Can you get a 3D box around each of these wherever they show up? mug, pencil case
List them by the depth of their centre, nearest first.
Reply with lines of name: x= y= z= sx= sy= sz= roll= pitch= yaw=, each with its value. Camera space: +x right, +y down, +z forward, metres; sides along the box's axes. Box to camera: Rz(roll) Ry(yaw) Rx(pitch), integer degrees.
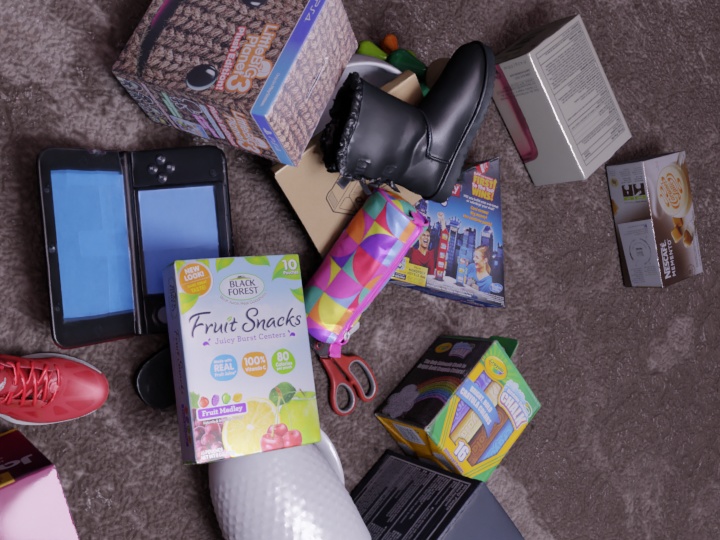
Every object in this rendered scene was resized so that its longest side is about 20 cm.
mug: x=-0.080 y=0.258 z=0.955 sx=0.177 sy=0.147 sz=0.200 roll=61 pitch=31 yaw=-4
pencil case: x=0.000 y=0.000 z=0.986 sx=0.088 sy=0.089 sz=0.201 roll=25 pitch=106 yaw=-29

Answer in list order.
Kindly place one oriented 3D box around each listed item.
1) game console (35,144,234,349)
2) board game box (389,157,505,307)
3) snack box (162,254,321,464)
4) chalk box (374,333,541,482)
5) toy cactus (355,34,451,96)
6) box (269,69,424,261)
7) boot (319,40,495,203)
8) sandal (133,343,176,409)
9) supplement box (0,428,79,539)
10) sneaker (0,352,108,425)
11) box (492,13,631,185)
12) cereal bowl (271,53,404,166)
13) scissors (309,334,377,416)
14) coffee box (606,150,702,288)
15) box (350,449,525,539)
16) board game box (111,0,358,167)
game console: x=-0.225 y=-0.029 z=0.859 sx=0.170 sy=0.119 sz=0.203 roll=-4 pitch=93 yaw=2
board game box: x=0.119 y=-0.067 z=1.118 sx=0.198 sy=0.061 sz=0.203 roll=15 pitch=80 yaw=-30
snack box: x=-0.124 y=0.089 z=0.860 sx=0.140 sy=0.053 sz=0.203 roll=-3 pitch=81 yaw=-31
chalk box: x=0.143 y=0.170 z=1.095 sx=0.200 sy=0.124 sz=0.125 roll=-45 pitch=112 yaw=-23
toy cactus: x=0.082 y=-0.234 z=1.039 sx=0.199 sy=0.165 sz=0.103 roll=37 pitch=81 yaw=-19
box: x=0.008 y=-0.117 z=0.979 sx=0.199 sy=0.021 sz=0.164 roll=-37 pitch=134 yaw=-7
boot: x=0.050 y=-0.175 z=0.904 sx=0.161 sy=0.073 sz=0.201 roll=13 pitch=102 yaw=-30
sandal: x=-0.168 y=0.082 z=0.942 sx=0.201 sy=0.048 sz=0.076 roll=-47 pitch=114 yaw=-25
supplement box: x=-0.343 y=0.227 z=0.742 sx=0.130 sy=0.199 sz=0.105 roll=-19 pitch=100 yaw=-31
sneaker: x=-0.333 y=0.117 z=0.797 sx=0.198 sy=0.115 sz=0.080 roll=8 pitch=86 yaw=-32
box: x=0.284 y=-0.243 z=1.195 sx=0.128 sy=0.108 sz=0.202 roll=-39 pitch=109 yaw=-27
cereal bowl: x=-0.024 y=-0.169 z=0.993 sx=0.198 sy=0.083 sz=0.202 roll=-18 pitch=130 yaw=-22
scissors: x=-0.043 y=0.097 z=1.036 sx=0.073 sy=0.014 sz=0.202 roll=-38 pitch=113 yaw=-23
coffee box: x=0.477 y=-0.082 z=1.333 sx=0.113 sy=0.079 sz=0.203 roll=-14 pitch=97 yaw=-31
box: x=0.058 y=0.347 z=0.996 sx=0.200 sy=0.197 sz=0.124 roll=-46 pitch=112 yaw=-23
board game box: x=-0.130 y=-0.225 z=0.872 sx=0.161 sy=0.198 sz=0.097 roll=-65 pitch=157 yaw=-15
